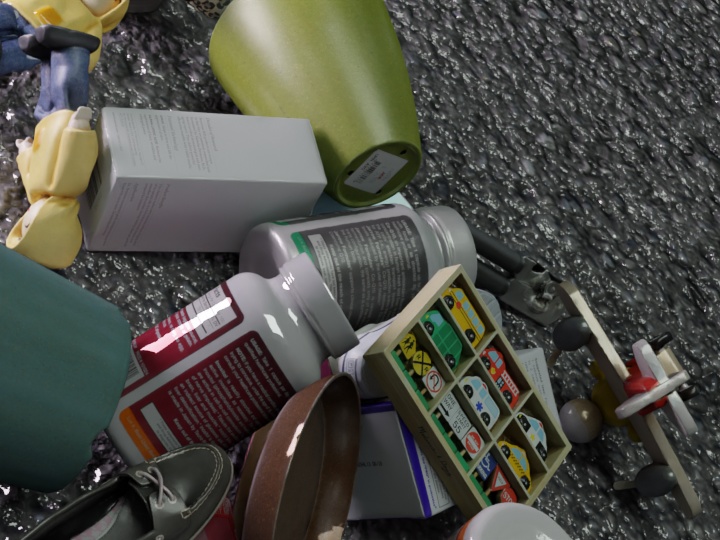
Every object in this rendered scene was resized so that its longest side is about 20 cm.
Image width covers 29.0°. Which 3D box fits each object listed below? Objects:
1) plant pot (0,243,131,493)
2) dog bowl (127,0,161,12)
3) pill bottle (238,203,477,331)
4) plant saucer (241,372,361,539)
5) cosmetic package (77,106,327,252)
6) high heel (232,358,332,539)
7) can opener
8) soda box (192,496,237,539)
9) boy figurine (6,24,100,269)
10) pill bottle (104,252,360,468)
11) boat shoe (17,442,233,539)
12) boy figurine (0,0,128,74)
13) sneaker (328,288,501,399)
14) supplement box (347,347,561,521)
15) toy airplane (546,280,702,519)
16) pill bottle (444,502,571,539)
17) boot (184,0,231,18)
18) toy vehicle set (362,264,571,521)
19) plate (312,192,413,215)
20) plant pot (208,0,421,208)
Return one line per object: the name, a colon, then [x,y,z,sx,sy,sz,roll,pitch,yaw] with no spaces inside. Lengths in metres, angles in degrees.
plant pot: [-0.284,0.060,0.994,0.196,0.200,0.201,27,43,-29]
dog bowl: [-0.261,-0.362,1.447,0.199,0.059,0.201,21,46,-23]
pill bottle: [0.000,0.000,1.265,0.199,0.113,0.113,-10,62,-30]
plant saucer: [-0.046,0.172,1.047,0.034,0.201,0.201,10,40,16]
cosmetic package: [-0.143,-0.077,1.242,0.199,0.113,0.081,0,56,-29]
high heel: [-0.072,0.124,1.137,0.096,0.067,0.201,-1,80,-47]
can opener: [0.138,-0.007,1.452,0.200,0.053,0.067,30,9,-26]
soda box: [-0.119,0.266,1.022,0.063,0.070,0.201,8,52,-31]
boy figurine: [-0.266,-0.102,1.192,0.064,0.124,0.201,10,81,-37]
pill bottle: [-0.105,0.075,1.088,0.199,0.113,0.113,-32,73,-2]
boat shoe: [-0.176,0.184,0.989,0.200,0.057,0.067,-34,62,-16]
boy figurine: [-0.288,-0.229,1.302,0.124,0.064,0.200,48,44,11]
sneaker: [0.044,0.059,1.222,0.199,0.071,0.073,-17,101,-44]
supplement box: [0.076,0.142,1.227,0.199,0.101,0.104,-17,93,-43]
toy airplane: [0.260,0.129,1.370,0.199,0.141,0.200,51,15,-41]
pill bottle: [0.076,0.269,1.070,0.109,0.200,0.110,20,46,-22]
boot: [-0.204,-0.341,1.382,0.153,0.073,0.204,28,29,-33]
toy vehicle set: [0.093,0.111,1.161,0.124,0.026,0.200,-47,112,-38]
plate: [-0.016,-0.033,1.382,0.199,0.026,0.201,20,47,-22]
plant pot: [-0.025,-0.164,1.347,0.186,0.187,0.201,-1,51,-38]
